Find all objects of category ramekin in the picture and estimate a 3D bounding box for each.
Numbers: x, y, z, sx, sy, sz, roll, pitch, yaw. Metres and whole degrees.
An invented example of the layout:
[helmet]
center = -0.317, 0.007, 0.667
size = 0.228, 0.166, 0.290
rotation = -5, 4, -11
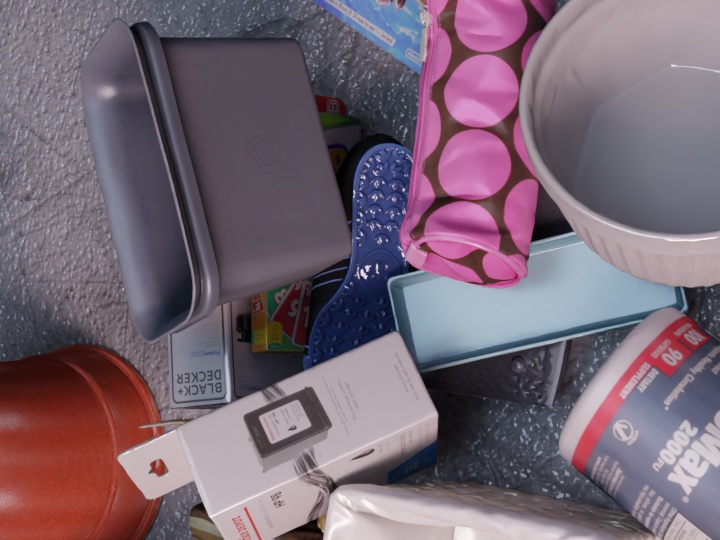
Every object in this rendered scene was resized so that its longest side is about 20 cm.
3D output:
[ramekin]
center = 0.204, -0.086, 0.821
size = 0.198, 0.105, 0.202
rotation = -7, 64, 14

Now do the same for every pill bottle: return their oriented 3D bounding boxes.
[pill bottle]
center = 0.231, 0.126, 0.803
size = 0.200, 0.119, 0.120
rotation = 38, 105, 22

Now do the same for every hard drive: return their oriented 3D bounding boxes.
[hard drive]
center = 0.099, -0.011, 0.947
size = 0.134, 0.042, 0.202
rotation = 5, 89, 32

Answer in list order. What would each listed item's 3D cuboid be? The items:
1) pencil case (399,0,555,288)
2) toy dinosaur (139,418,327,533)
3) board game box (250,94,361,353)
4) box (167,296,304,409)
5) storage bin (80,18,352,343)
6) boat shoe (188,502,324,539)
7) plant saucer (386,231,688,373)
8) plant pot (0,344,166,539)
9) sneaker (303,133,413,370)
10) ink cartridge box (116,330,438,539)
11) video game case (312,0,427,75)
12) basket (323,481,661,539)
[pencil case]
center = 0.075, -0.093, 0.882
size = 0.091, 0.093, 0.202
rotation = 145, 133, -69
[toy dinosaur]
center = -0.063, 0.138, 0.997
size = 0.199, 0.101, 0.059
rotation = 27, 100, 30
[board game box]
center = -0.040, -0.039, 1.004
size = 0.030, 0.095, 0.202
rotation = -13, 77, 50
[box]
center = -0.093, 0.006, 1.021
size = 0.060, 0.116, 0.202
rotation = -8, 82, 30
[storage bin]
center = -0.098, -0.063, 0.911
size = 0.145, 0.133, 0.202
rotation = -28, 75, 60
[boat shoe]
center = -0.047, 0.225, 1.003
size = 0.199, 0.071, 0.077
rotation = 8, 101, 32
[plant saucer]
center = 0.117, 0.017, 0.898
size = 0.198, 0.019, 0.071
rotation = -14, 82, 19
[plant pot]
center = -0.298, 0.158, 1.086
size = 0.199, 0.195, 0.203
rotation = -3, 84, 31
[sneaker]
center = 0.000, 0.000, 0.972
size = 0.070, 0.078, 0.202
rotation = 13, 99, -12
[ink cartridge box]
center = -0.050, 0.126, 0.886
size = 0.199, 0.116, 0.067
rotation = -24, 67, -7
[video game case]
center = 0.057, -0.250, 0.996
size = 0.200, 0.045, 0.182
rotation = 38, 104, 29
[basket]
center = 0.087, 0.246, 0.860
size = 0.199, 0.160, 0.200
rotation = 5, 88, 31
